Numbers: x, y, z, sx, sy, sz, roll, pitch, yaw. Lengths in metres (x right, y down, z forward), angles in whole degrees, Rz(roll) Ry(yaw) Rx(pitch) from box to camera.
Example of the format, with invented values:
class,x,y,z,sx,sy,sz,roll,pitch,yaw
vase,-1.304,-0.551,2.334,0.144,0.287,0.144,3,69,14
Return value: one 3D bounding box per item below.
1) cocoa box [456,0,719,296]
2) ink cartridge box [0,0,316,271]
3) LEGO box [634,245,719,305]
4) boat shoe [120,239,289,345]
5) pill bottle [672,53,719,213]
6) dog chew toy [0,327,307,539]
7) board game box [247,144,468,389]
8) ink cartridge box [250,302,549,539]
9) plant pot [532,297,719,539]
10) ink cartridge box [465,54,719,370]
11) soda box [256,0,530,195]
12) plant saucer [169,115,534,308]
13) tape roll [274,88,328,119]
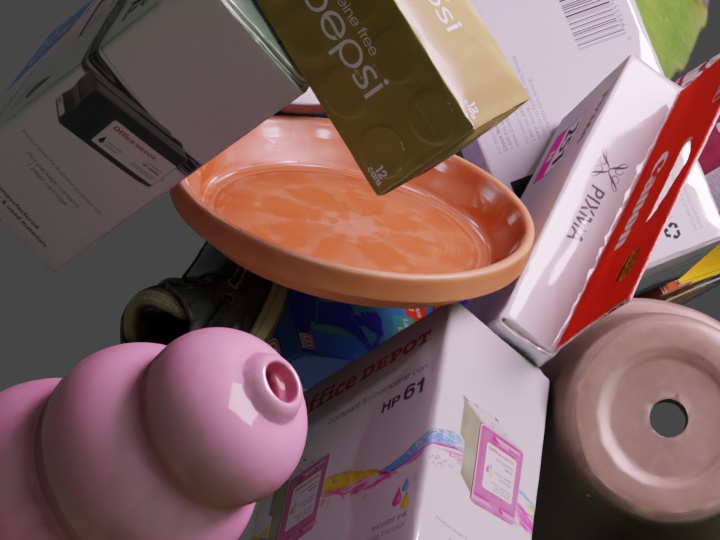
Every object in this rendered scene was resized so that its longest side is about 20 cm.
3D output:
class,x,y,z,sx,sy,sz,roll,pitch,yaw
cocoa box,0.127,-0.076,1.425,0.131,0.132,0.201,114,-45,-77
ink cartridge box,-0.098,-0.109,1.152,0.084,0.199,0.145,47,36,-16
LEGO box,0.176,-0.066,1.575,0.149,0.077,0.201,-14,76,-55
boat shoe,-0.093,0.034,1.165,0.066,0.071,0.202,47,40,-25
pill bottle,0.282,-0.107,1.494,0.109,0.199,0.110,31,42,-33
dog chew toy,-0.103,0.090,0.995,0.124,0.199,0.125,31,44,-35
board game box,0.000,0.000,1.331,0.199,0.045,0.153,11,56,-48
ink cartridge box,0.015,0.134,1.160,0.085,0.144,0.201,39,39,-24
plant pot,0.164,0.098,1.253,0.175,0.199,0.202,90,-21,-74
ink cartridge box,0.129,-0.038,1.236,0.043,0.174,0.201,32,61,-6
soda box,-0.007,-0.142,1.056,0.201,0.068,0.064,58,35,1
plant saucer,-0.006,-0.030,1.202,0.199,0.033,0.201,10,25,-5
tape roll,-0.042,-0.187,1.305,0.199,0.066,0.202,3,79,-15
